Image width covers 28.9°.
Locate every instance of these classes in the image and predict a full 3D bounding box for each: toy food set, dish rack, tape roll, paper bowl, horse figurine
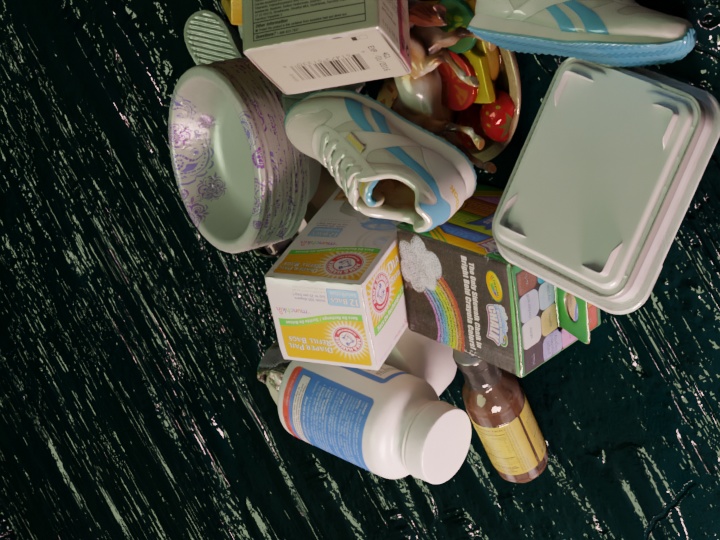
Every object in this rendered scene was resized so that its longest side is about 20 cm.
[{"bbox_3d":[0.075,-0.194,1.360,0.199,0.048,0.199,9,121,50],"label":"toy food set"},{"bbox_3d":[0.199,-0.081,1.189,0.171,0.043,0.201,29,99,40],"label":"dish rack"},{"bbox_3d":[0.011,0.082,1.590,0.202,0.071,0.203,31,147,23],"label":"tape roll"},{"bbox_3d":[-0.116,-0.127,1.493,0.200,0.104,0.202,30,128,50],"label":"paper bowl"},{"bbox_3d":[0.066,-0.171,1.303,0.132,0.050,0.201,25,136,35],"label":"horse figurine"}]

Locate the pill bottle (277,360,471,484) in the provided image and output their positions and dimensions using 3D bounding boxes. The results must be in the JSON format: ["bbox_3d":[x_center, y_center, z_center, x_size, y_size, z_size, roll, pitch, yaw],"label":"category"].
[{"bbox_3d":[0.016,0.156,1.492,0.199,0.112,0.113,20,129,39],"label":"pill bottle"}]

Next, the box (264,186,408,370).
[{"bbox_3d":[0.000,0.000,1.425,0.112,0.200,0.102,5,124,26],"label":"box"}]

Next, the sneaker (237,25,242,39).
[{"bbox_3d":[-0.067,-0.238,1.496,0.200,0.074,0.100,48,140,35],"label":"sneaker"}]

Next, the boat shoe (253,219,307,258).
[{"bbox_3d":[-0.108,-0.046,1.651,0.074,0.060,0.200,55,170,-4],"label":"boat shoe"}]

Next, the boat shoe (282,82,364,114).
[{"bbox_3d":[-0.008,-0.217,1.355,0.075,0.064,0.203,58,133,31],"label":"boat shoe"}]

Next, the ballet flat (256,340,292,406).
[{"bbox_3d":[-0.043,0.165,1.622,0.200,0.072,0.072,38,142,12],"label":"ballet flat"}]

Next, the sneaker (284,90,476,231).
[{"bbox_3d":[0.006,-0.104,1.304,0.199,0.081,0.077,26,140,25],"label":"sneaker"}]

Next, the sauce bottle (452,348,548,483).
[{"bbox_3d":[0.143,0.141,1.448,0.064,0.065,0.201,26,153,40],"label":"sauce bottle"}]

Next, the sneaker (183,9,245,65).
[{"bbox_3d":[-0.134,-0.206,1.616,0.073,0.082,0.201,-22,85,16],"label":"sneaker"}]

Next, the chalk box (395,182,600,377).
[{"bbox_3d":[0.150,0.010,1.346,0.199,0.124,0.126,21,129,43],"label":"chalk box"}]

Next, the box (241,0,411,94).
[{"bbox_3d":[-0.031,-0.275,1.240,0.127,0.109,0.202,-7,74,17],"label":"box"}]

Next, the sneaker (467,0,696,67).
[{"bbox_3d":[0.186,-0.220,1.167,0.199,0.076,0.081,16,90,29],"label":"sneaker"}]

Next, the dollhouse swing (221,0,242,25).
[{"bbox_3d":[-0.067,-0.370,1.418,0.180,0.176,0.202,6,120,4],"label":"dollhouse swing"}]

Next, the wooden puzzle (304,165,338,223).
[{"bbox_3d":[-0.024,-0.115,1.568,0.185,0.037,0.200,52,141,14],"label":"wooden puzzle"}]
